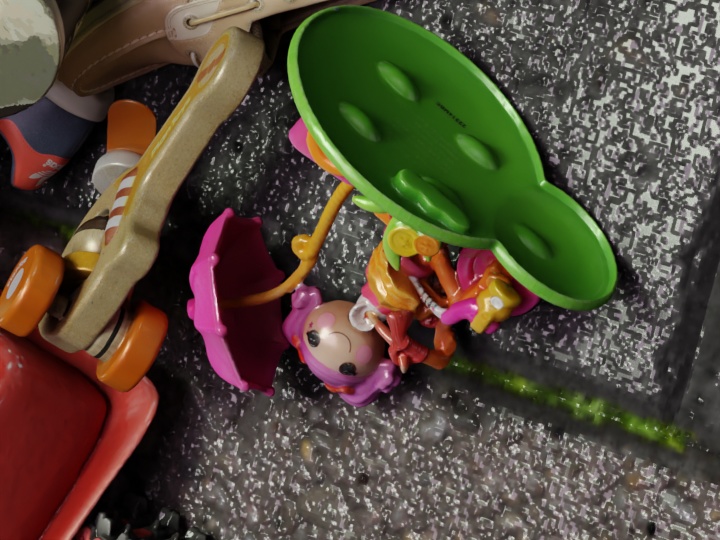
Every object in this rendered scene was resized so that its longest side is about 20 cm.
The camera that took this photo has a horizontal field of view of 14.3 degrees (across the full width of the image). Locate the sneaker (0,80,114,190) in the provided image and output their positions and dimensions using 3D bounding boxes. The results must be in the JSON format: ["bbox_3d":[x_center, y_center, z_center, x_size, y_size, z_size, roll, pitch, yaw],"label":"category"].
[{"bbox_3d":[-0.230,-0.118,1.584,0.200,0.075,0.085,39,103,26],"label":"sneaker"}]

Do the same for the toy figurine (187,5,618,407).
[{"bbox_3d":[0.000,0.000,1.434,0.200,0.150,0.184,41,125,-1],"label":"toy figurine"}]

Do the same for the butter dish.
[{"bbox_3d":[-0.245,0.083,1.503,0.200,0.148,0.200,26,76,37],"label":"butter dish"}]

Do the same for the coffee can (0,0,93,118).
[{"bbox_3d":[-0.186,-0.198,1.465,0.146,0.147,0.200,-6,44,30],"label":"coffee can"}]

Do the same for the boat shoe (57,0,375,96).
[{"bbox_3d":[-0.070,-0.131,1.482,0.200,0.071,0.065,-26,83,17],"label":"boat shoe"}]

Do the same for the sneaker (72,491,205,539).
[{"bbox_3d":[-0.098,0.197,1.495,0.200,0.071,0.098,41,116,31],"label":"sneaker"}]

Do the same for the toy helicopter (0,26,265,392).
[{"bbox_3d":[-0.107,-0.045,1.473,0.079,0.132,0.200,29,114,-16],"label":"toy helicopter"}]
